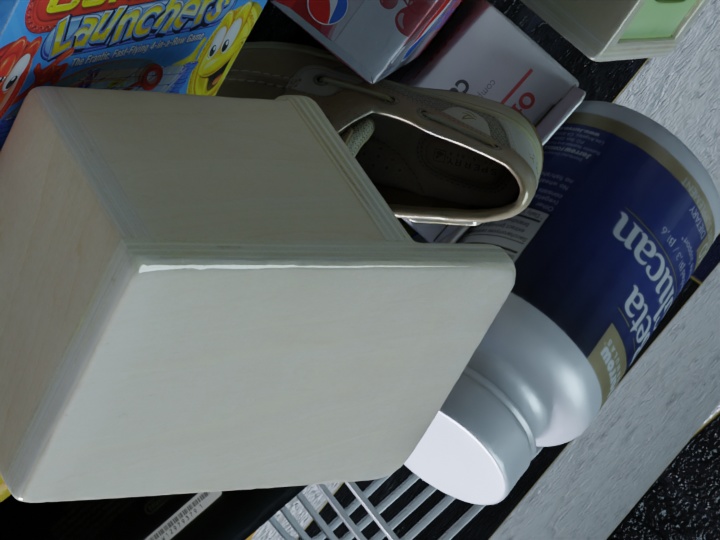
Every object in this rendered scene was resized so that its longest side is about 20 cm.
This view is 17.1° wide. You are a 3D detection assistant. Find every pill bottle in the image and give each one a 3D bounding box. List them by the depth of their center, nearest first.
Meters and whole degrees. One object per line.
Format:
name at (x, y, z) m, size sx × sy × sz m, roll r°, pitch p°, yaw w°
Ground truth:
pill bottle at (0.093, 0.018, 1.224) m, size 0.200 × 0.111 × 0.111 m, roll -53°, pitch 166°, yaw -26°

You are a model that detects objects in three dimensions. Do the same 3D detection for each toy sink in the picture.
toy sink at (-0.058, 0.007, 1.001) m, size 0.199 × 0.112 × 0.131 m, roll 0°, pitch 133°, yaw -39°
toy sink at (0.179, -0.229, 1.380) m, size 0.201 × 0.112 × 0.130 m, roll -55°, pitch 162°, yaw 20°

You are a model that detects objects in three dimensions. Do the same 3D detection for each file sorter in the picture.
file sorter at (0.004, 0.095, 1.489) m, size 0.139 × 0.125 × 0.200 m, roll -41°, pitch -169°, yaw -21°

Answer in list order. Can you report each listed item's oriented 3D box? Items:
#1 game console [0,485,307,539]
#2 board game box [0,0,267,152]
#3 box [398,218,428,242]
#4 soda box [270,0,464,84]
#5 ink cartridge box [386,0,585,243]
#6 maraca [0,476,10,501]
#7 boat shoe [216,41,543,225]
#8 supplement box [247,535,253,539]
game console at (-0.098, 0.079, 1.174) m, size 0.200 × 0.176 × 0.116 m, roll -41°, pitch 157°, yaw 9°
board game box at (-0.132, -0.083, 1.020) m, size 0.200 × 0.056 × 0.196 m, roll -22°, pitch 149°, yaw -56°
box at (0.000, 0.000, 1.348) m, size 0.117 × 0.049 × 0.199 m, roll -29°, pitch -161°, yaw -35°
soda box at (0.016, -0.143, 1.159) m, size 0.070 × 0.063 × 0.200 m, roll -52°, pitch 180°, yaw 12°
ink cartridge box at (0.048, -0.087, 1.289) m, size 0.117 × 0.067 × 0.200 m, roll -49°, pitch -168°, yaw 5°
maraca at (-0.183, 0.048, 1.099) m, size 0.137 × 0.107 × 0.200 m, roll -30°, pitch -167°, yaw 29°
boat shoe at (-0.012, -0.061, 1.142) m, size 0.065 × 0.198 × 0.073 m, roll -67°, pitch 169°, yaw -70°
supplement box at (-0.105, 0.153, 1.298) m, size 0.201 × 0.069 × 0.067 m, roll -55°, pitch 167°, yaw -7°
